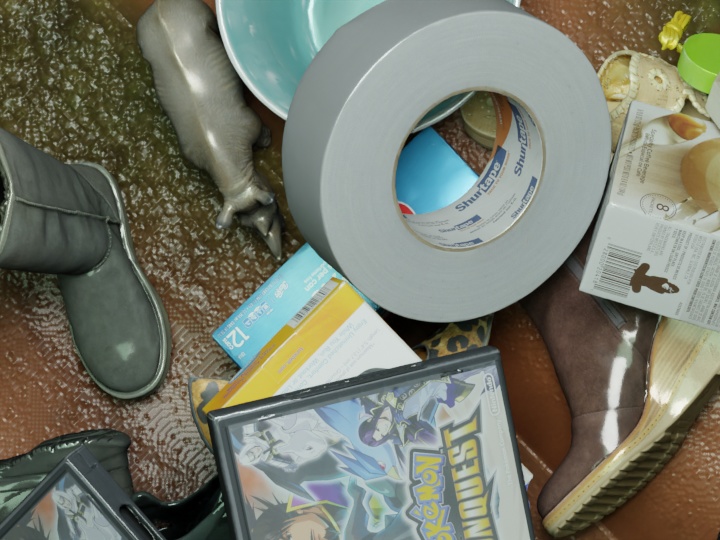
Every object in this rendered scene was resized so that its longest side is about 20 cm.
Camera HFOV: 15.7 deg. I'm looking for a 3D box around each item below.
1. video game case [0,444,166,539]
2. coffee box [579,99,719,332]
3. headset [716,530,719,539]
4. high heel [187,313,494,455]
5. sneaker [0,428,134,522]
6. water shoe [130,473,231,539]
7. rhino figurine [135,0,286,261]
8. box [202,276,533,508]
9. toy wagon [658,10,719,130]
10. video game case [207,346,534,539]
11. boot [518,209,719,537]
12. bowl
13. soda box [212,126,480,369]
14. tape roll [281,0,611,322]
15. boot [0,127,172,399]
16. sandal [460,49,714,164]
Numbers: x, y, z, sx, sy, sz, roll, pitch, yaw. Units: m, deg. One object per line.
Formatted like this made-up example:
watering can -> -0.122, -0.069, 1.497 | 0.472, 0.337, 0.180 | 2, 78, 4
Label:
video game case -> -0.176, 0.234, 1.684 | 0.181, 0.025, 0.200 | 49, 128, 4
coffee box -> 0.248, -0.020, 1.628 | 0.199, 0.115, 0.080 | 16, 132, 2
headset -> 0.284, 0.188, 1.660 | 0.123, 0.094, 0.200 | 30, 106, 7
high heel -> -0.010, 0.060, 1.667 | 0.143, 0.071, 0.200 | 42, 71, -9
sneaker -> -0.243, 0.166, 1.746 | 0.199, 0.076, 0.091 | -13, 92, 13
water shoe -> -0.061, 0.164, 1.698 | 0.199, 0.072, 0.079 | -15, 117, 9
rhino figurine -> -0.095, -0.096, 1.734 | 0.060, 0.087, 0.200 | -24, 81, 8
box -> 0.013, 0.115, 1.618 | 0.119, 0.041, 0.200 | -45, 105, -6
toy wagon -> 0.280, -0.106, 1.646 | 0.200, 0.155, 0.040 | 23, 129, 12
video game case -> 0.015, 0.163, 1.582 | 0.180, 0.025, 0.201 | -13, 98, -11
boot -> 0.144, 0.054, 1.700 | 0.166, 0.072, 0.200 | 42, 94, 23
bowl -> 0.014, -0.177, 1.714 | 0.200, 0.105, 0.202 | -1, 84, 11
soda box -> 0.000, 0.000, 1.720 | 0.200, 0.064, 0.068 | -44, 80, 4
tape roll -> 0.053, -0.072, 1.613 | 0.200, 0.066, 0.201 | -10, 114, -23
boot -> -0.196, -0.006, 1.686 | 0.072, 0.200, 0.182 | -23, 81, 8
sandal -> 0.166, -0.109, 1.689 | 0.211, 0.070, 0.078 | 4, 65, 11
